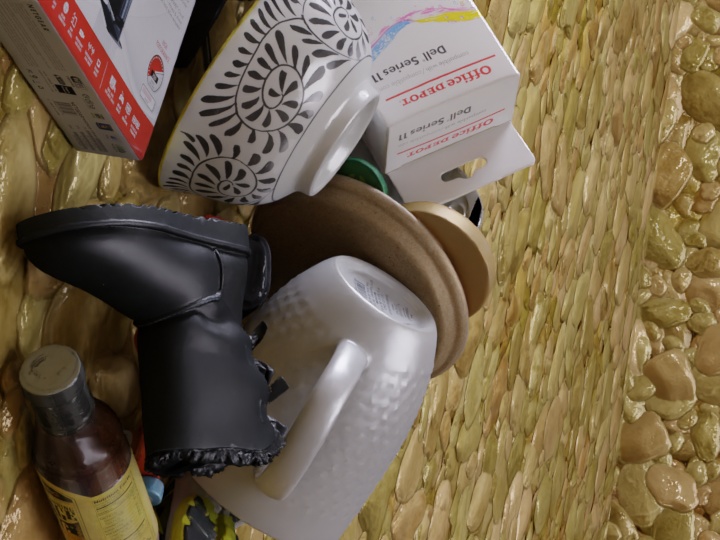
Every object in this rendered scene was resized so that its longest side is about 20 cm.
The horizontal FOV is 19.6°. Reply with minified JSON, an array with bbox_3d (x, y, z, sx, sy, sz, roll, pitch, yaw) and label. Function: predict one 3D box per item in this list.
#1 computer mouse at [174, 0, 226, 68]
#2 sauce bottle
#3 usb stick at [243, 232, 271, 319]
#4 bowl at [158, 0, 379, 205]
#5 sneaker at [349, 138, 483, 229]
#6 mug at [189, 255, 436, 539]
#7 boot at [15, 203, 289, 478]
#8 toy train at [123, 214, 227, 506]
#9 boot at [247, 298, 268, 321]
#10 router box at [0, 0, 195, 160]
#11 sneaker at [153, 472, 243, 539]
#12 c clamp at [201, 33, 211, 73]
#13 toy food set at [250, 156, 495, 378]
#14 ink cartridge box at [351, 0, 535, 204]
[{"bbox_3d":[-0.088,-0.216,1.396,0.201,0.034,0.059,-55,-170,30],"label":"computer mouse"},{"bbox_3d":[-0.180,0.125,1.358,0.201,0.065,0.066,78,27,-46],"label":"sauce bottle"},{"bbox_3d":[-0.087,0.008,1.528,0.200,0.032,0.056,144,-45,-82],"label":"usb stick"},{"bbox_3d":[-0.048,-0.115,1.470,0.201,0.094,0.201,-55,173,-10],"label":"bowl"},{"bbox_3d":[0.012,-0.059,1.649,0.081,0.199,0.147,-65,165,-10],"label":"sneaker"},{"bbox_3d":[-0.032,0.092,1.474,0.176,0.147,0.200,-56,-176,16],"label":"mug"},{"bbox_3d":[-0.128,0.047,1.318,0.197,0.073,0.164,7,73,-51],"label":"boot"},{"bbox_3d":[-0.141,0.055,1.473,0.151,0.055,0.201,118,-16,-55],"label":"toy train"},{"bbox_3d":[-0.043,0.103,1.650,0.072,0.090,0.202,1,86,-29],"label":"boot"},{"bbox_3d":[-0.160,-0.195,1.281,0.200,0.048,0.181,62,40,-63],"label":"router box"},{"bbox_3d":[-0.134,0.188,1.519,0.075,0.084,0.200,51,12,-11],"label":"sneaker"},{"bbox_3d":[-0.086,-0.244,1.543,0.200,0.027,0.172,-47,137,-59],"label":"c clamp"},{"bbox_3d":[0.000,0.000,1.571,0.049,0.197,0.201,-48,165,-39],"label":"toy food set"},{"bbox_3d":[0.042,-0.153,1.569,0.201,0.116,0.068,59,-17,25],"label":"ink cartridge box"}]
